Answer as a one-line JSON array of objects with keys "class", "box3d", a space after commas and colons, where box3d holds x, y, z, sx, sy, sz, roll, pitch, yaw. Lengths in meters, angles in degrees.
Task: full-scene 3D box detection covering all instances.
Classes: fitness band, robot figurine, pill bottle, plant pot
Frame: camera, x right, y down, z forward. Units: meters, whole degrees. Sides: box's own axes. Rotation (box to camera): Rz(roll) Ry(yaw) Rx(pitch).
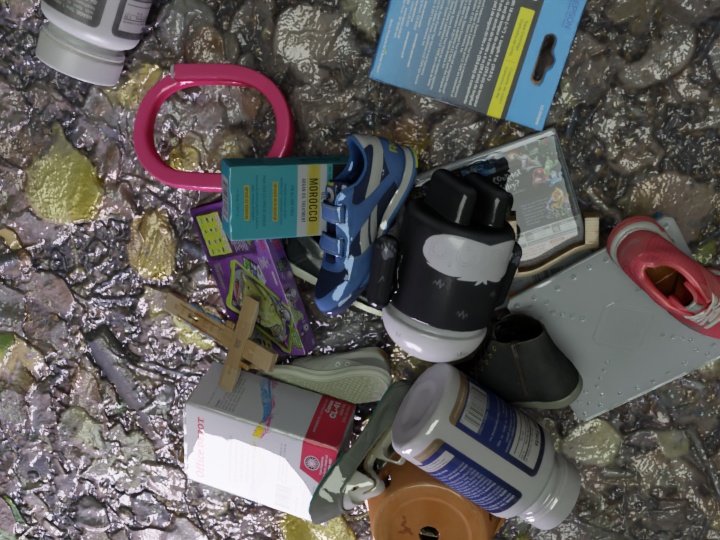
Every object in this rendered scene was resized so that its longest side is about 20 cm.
[{"class": "fitness band", "box3d": [-0.172, -0.165, 0.904, 0.196, 0.037, 0.147, 4, 88, 12]}, {"class": "robot figurine", "box3d": [0.092, -0.003, 0.829, 0.148, 0.125, 0.203, 17, 112, 9]}, {"class": "pill bottle", "box3d": [0.140, 0.198, 0.851, 0.199, 0.111, 0.111, 34, 109, -12]}, {"class": "plant pot", "box3d": [0.090, 0.287, 0.956, 0.196, 0.140, 0.204, 3, 107, 9]}, {"class": "pill bottle", "box3d": [-0.287, -0.319, 0.865, 0.112, 0.114, 0.202, 27, 108, 2]}]

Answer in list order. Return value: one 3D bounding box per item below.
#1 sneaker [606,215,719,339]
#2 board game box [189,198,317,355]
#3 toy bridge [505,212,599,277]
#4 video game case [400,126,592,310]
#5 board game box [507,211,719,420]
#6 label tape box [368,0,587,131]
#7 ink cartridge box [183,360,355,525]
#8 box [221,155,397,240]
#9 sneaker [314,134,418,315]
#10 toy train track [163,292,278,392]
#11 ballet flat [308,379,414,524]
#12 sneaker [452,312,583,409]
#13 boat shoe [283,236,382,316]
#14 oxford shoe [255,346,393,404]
[{"class": "sneaker", "box3d": [0.339, 0.028, 0.805, 0.198, 0.087, 0.074, 31, 116, -15]}, {"class": "board game box", "box3d": [-0.132, 0.008, 0.949, 0.119, 0.032, 0.203, -4, 109, 45]}, {"class": "toy bridge", "box3d": [0.170, -0.027, 0.886, 0.196, 0.027, 0.069, -3, 107, 11]}, {"class": "video game case", "box3d": [0.157, -0.047, 0.910, 0.197, 0.023, 0.185, -17, 102, 15]}, {"class": "board game box", "box3d": [0.296, 0.058, 0.887, 0.198, 0.026, 0.201, -30, 114, 16]}, {"class": "label tape box", "box3d": [0.123, -0.250, 0.835, 0.197, 0.063, 0.146, 19, 108, 5]}, {"class": "ink cartridge box", "box3d": [-0.115, 0.217, 0.979, 0.197, 0.086, 0.149, 17, 127, 9]}, {"class": "box", "box3d": [-0.055, -0.084, 0.873, 0.196, 0.049, 0.084, -5, 109, -20]}, {"class": "sneaker", "box3d": [-0.013, -0.052, 0.833, 0.081, 0.074, 0.203, 21, 91, -32]}, {"class": "toy train track", "box3d": [-0.170, 0.075, 0.966, 0.198, 0.032, 0.117, 24, 99, 33]}, {"class": "ballet flat", "box3d": [0.014, 0.220, 0.900, 0.063, 0.067, 0.201, 30, 82, 38]}, {"class": "sneaker", "box3d": [0.146, 0.104, 0.895, 0.198, 0.075, 0.107, -13, 124, 37]}, {"class": "boat shoe", "box3d": [0.000, 0.000, 0.925, 0.198, 0.072, 0.068, 27, 112, 4]}, {"class": "oxford shoe", "box3d": [-0.044, 0.133, 0.983, 0.197, 0.058, 0.076, -9, 129, 27]}]
